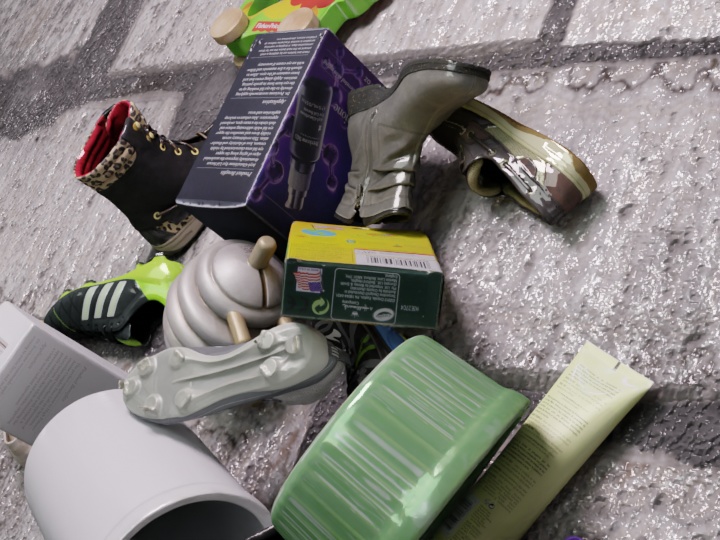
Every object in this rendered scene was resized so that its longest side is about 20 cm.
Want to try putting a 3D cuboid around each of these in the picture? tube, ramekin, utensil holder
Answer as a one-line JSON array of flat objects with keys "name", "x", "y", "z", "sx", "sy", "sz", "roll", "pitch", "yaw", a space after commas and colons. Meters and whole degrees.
[{"name": "tube", "x": 0.134, "y": 0.145, "z": 1.013, "sx": 0.058, "sy": 0.052, "sz": 0.200, "roll": 38, "pitch": 85, "yaw": 10}, {"name": "ramekin", "x": 0.025, "y": 0.143, "z": 0.980, "sx": 0.098, "sy": 0.200, "sz": 0.200, "roll": 38, "pitch": 89, "yaw": 11}, {"name": "utensil holder", "x": -0.184, "y": 0.216, "z": 1.158, "sx": 0.170, "sy": 0.170, "sz": 0.200, "roll": -52, "pitch": 38, "yaw": -2}]

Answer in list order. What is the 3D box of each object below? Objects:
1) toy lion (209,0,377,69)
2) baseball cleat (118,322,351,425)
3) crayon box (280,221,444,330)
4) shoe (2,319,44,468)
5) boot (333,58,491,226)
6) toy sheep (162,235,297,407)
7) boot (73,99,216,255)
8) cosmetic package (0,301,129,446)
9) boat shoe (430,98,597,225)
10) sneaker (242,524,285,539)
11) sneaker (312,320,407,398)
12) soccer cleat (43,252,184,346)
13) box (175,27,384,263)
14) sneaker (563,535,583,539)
[{"name": "toy lion", "x": -0.049, "y": -0.311, "z": 1.512, "sx": 0.200, "sy": 0.069, "sz": 0.192, "roll": 11, "pitch": 62, "yaw": 47}, {"name": "baseball cleat", "x": -0.103, "y": 0.099, "z": 1.148, "sx": 0.200, "sy": 0.106, "sz": 0.070, "roll": -13, "pitch": 64, "yaw": 28}, {"name": "crayon box", "x": 0.000, "y": 0.000, "z": 1.141, "sx": 0.200, "sy": 0.127, "sz": 0.051, "roll": -92, "pitch": 7, "yaw": -78}, {"name": "shoe", "x": -0.360, "y": 0.125, "z": 1.470, "sx": 0.070, "sy": 0.053, "sz": 0.200, "roll": -33, "pitch": 44, "yaw": 20}, {"name": "boot", "x": 0.046, "y": -0.106, "z": 1.193, "sx": 0.200, "sy": 0.068, "sz": 0.131, "roll": -14, "pitch": 69, "yaw": 59}, {"name": "toy sheep", "x": -0.117, "y": 0.041, "z": 1.249, "sx": 0.200, "sy": 0.138, "sz": 0.138, "roll": -53, "pitch": 33, "yaw": 38}, {"name": "boot", "x": -0.200, "y": -0.132, "z": 1.439, "sx": 0.200, "sy": 0.151, "sz": 0.073, "roll": -53, "pitch": 40, "yaw": -2}, {"name": "cosmetic package", "x": -0.278, "y": 0.123, "z": 1.283, "sx": 0.102, "sy": 0.200, "sz": 0.074, "roll": -55, "pitch": 41, "yaw": -6}, {"name": "boat shoe", "x": 0.116, "y": -0.097, "z": 1.182, "sx": 0.065, "sy": 0.073, "sz": 0.200, "roll": -47, "pitch": 39, "yaw": -11}, {"name": "sneaker", "x": -0.087, "y": 0.277, "z": 1.060, "sx": 0.076, "sy": 0.115, "sz": 0.201, "roll": 26, "pitch": 80, "yaw": 49}, {"name": "sneaker", "x": 0.008, "y": 0.086, "z": 1.149, "sx": 0.083, "sy": 0.071, "sz": 0.200, "roll": -45, "pitch": 43, "yaw": -2}, {"name": "soccer cleat", "x": -0.262, "y": 0.048, "z": 1.434, "sx": 0.200, "sy": 0.067, "sz": 0.081, "roll": -23, "pitch": 60, "yaw": 29}, {"name": "box", "x": -0.061, "y": -0.109, "z": 1.300, "sx": 0.104, "sy": 0.148, "sz": 0.200, "roll": 5, "pitch": 66, "yaw": 44}, {"name": "sneaker", "x": 0.089, "y": 0.255, "z": 0.964, "sx": 0.200, "sy": 0.081, "sz": 0.084, "roll": -28, "pitch": 32, "yaw": 12}]
